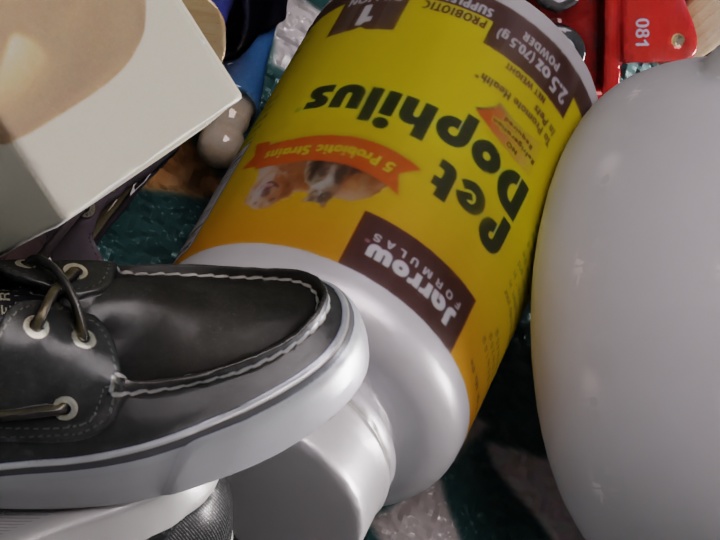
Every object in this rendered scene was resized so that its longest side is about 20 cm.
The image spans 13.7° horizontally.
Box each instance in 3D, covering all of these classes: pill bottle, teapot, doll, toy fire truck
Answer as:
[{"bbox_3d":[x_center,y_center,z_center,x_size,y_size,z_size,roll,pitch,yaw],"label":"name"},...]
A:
[{"bbox_3d":[0.000,0.000,0.979,0.109,0.109,0.200,34,50,-9],"label":"pill bottle"},{"bbox_3d":[0.156,0.023,0.995,0.200,0.146,0.198,50,48,-49],"label":"teapot"},{"bbox_3d":[-0.050,-0.101,1.001,0.200,0.048,0.137,-52,136,-76],"label":"doll"},{"bbox_3d":[0.125,-0.101,1.107,0.141,0.049,0.201,-2,99,-11],"label":"toy fire truck"}]

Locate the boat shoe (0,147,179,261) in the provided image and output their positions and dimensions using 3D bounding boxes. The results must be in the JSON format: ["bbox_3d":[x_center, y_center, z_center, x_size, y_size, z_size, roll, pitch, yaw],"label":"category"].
[{"bbox_3d":[-0.108,0.006,0.938,0.065,0.072,0.200,29,45,-7],"label":"boat shoe"}]

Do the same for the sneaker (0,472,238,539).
[{"bbox_3d":[-0.125,0.116,0.860,0.200,0.112,0.073,-18,37,-6],"label":"sneaker"}]

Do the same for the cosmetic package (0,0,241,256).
[{"bbox_3d":[-0.131,-0.103,0.835,0.071,0.105,0.200,-37,97,-31],"label":"cosmetic package"}]

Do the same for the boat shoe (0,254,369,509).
[{"bbox_3d":[-0.098,0.027,0.824,0.199,0.057,0.069,-11,41,-2],"label":"boat shoe"}]
